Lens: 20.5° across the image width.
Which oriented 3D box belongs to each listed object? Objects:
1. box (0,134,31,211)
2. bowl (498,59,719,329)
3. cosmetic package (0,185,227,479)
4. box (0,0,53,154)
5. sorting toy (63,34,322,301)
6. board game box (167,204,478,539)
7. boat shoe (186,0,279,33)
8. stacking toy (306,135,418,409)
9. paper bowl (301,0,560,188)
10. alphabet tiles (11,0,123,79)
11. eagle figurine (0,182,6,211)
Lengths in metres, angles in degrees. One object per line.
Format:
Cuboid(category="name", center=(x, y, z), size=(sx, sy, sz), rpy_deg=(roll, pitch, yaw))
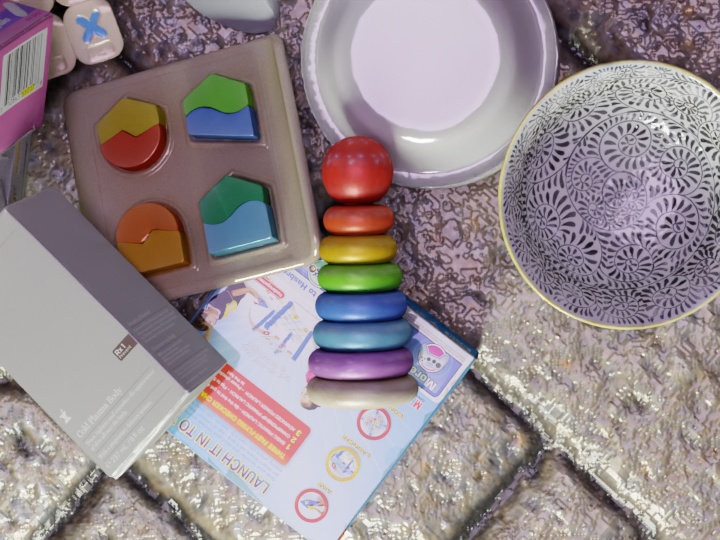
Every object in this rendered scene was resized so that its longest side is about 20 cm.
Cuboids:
Cuboid(category="box", center=(-0.343, -0.133, 1.597), size=(0.158, 0.048, 0.201), rpy_deg=(9, 94, 6))
Cuboid(category="bowl", center=(0.199, -0.061, 1.514), size=(0.200, 0.094, 0.202), rpy_deg=(0, 98, -2))
Cuboid(category="cosmetic package", center=(-0.213, 0.044, 1.513), size=(0.200, 0.090, 0.107), rpy_deg=(42, 114, 2))
Cuboid(category="box", center=(-0.355, -0.147, 1.455), size=(0.199, 0.176, 0.097), rpy_deg=(18, 120, 13))
Cuboid(category="sorting toy", center=(-0.137, -0.075, 1.549), size=(0.199, 0.036, 0.186), rpy_deg=(-15, 78, 18))
Cuboid(category="board game box", center=(-0.043, 0.085, 1.572), size=(0.200, 0.056, 0.196), rpy_deg=(38, 96, 3))
Cuboid(category="boat shoe", center=(-0.128, -0.258, 1.525), size=(0.068, 0.200, 0.057), rpy_deg=(-9, 54, 39))
Cuboid(category="stacking toy", center=(0.000, 0.000, 1.487), size=(0.085, 0.085, 0.201), rpy_deg=(0, 95, 6))
Cuboid(category="paper bowl", center=(0.053, -0.163, 1.527), size=(0.200, 0.104, 0.202), rpy_deg=(0, 93, 7))
Cuboid(category="alphabet tiles", center=(-0.269, -0.241, 1.533), size=(0.199, 0.015, 0.196), rpy_deg=(-19, 109, 4))
Cuboid(category="eagle figurine", center=(-0.391, -0.070, 1.535), size=(0.199, 0.151, 0.152), rpy_deg=(16, 51, 33))
